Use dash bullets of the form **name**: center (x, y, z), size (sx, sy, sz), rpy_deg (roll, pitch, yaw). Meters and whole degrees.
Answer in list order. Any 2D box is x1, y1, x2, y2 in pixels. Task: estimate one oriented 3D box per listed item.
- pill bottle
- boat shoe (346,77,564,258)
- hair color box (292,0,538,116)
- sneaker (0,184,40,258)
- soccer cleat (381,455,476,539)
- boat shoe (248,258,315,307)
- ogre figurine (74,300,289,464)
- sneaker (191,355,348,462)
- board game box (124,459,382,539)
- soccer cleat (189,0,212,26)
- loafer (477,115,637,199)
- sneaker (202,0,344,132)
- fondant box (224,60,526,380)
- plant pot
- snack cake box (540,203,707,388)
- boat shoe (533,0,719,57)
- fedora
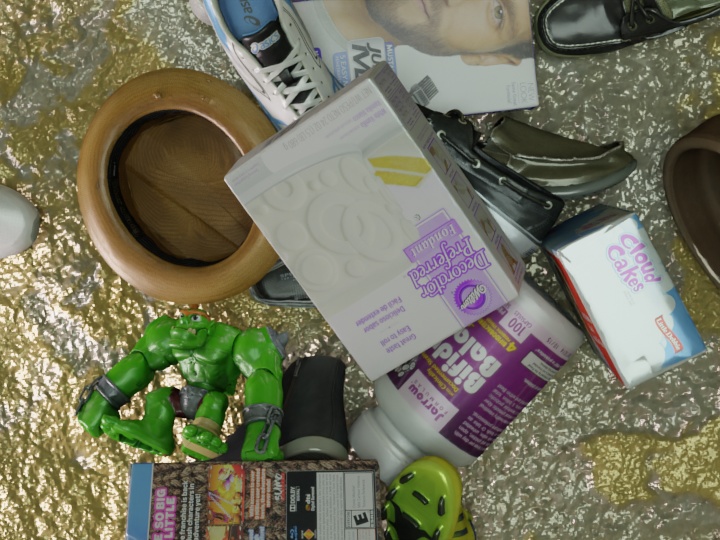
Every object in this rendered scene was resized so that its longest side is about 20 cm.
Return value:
- **pill bottle**: center (0.083, 0.090, 1.062), size (0.112, 0.112, 0.200), rpy_deg (41, 98, 0)
- **boat shoe**: center (0.075, -0.094, 1.012), size (0.200, 0.069, 0.057), rpy_deg (41, 103, -3)
- **hair color box**: center (0.045, -0.180, 1.069), size (0.198, 0.065, 0.110), rpy_deg (-6, 95, 3)
- **sneaker**: center (-0.379, -0.050, 1.100), size (0.198, 0.080, 0.071), rpy_deg (10, 93, 1)
- **soccer cleat**: center (0.063, 0.211, 1.054), size (0.064, 0.084, 0.201), rpy_deg (32, 141, 29)
- **boat shoe**: center (0.000, 0.000, 1.078), size (0.198, 0.071, 0.073), rpy_deg (-16, 104, 9)
- **ogre figurine**: center (-0.141, 0.096, 1.073), size (0.098, 0.199, 0.121), rpy_deg (40, 57, -34)
- **sneaker**: center (-0.085, 0.153, 1.109), size (0.199, 0.107, 0.075), rpy_deg (-25, 129, 29)
- **board game box**: center (-0.082, 0.241, 0.991), size (0.198, 0.097, 0.161), rpy_deg (0, 56, -2)
- **soccer cleat**: center (-0.057, -0.269, 1.056), size (0.199, 0.086, 0.070), rpy_deg (-36, 92, 5)
- **loafer**: center (0.130, -0.094, 1.064), size (0.198, 0.075, 0.070), rpy_deg (-4, 99, 4)
- **sneaker**: center (-0.063, -0.162, 1.006), size (0.072, 0.073, 0.201), rpy_deg (-30, 104, 11)
- **fondant box**: center (0.013, -0.036, 0.978), size (0.144, 0.058, 0.201), rpy_deg (-31, 103, 22)
- **plant pot**: center (0.371, -0.065, 1.007), size (0.174, 0.200, 0.201), rpy_deg (-34, 92, -11)
- **snack cake box**: center (0.199, 0.014, 1.005), size (0.067, 0.200, 0.116), rpy_deg (-26, 93, 5)
- **boat shoe**: center (0.241, -0.228, 1.050), size (0.199, 0.066, 0.072), rpy_deg (-14, 94, 5)
- **fedora**: center (-0.139, -0.071, 1.076), size (0.199, 0.082, 0.203), rpy_deg (1, 95, 15)
